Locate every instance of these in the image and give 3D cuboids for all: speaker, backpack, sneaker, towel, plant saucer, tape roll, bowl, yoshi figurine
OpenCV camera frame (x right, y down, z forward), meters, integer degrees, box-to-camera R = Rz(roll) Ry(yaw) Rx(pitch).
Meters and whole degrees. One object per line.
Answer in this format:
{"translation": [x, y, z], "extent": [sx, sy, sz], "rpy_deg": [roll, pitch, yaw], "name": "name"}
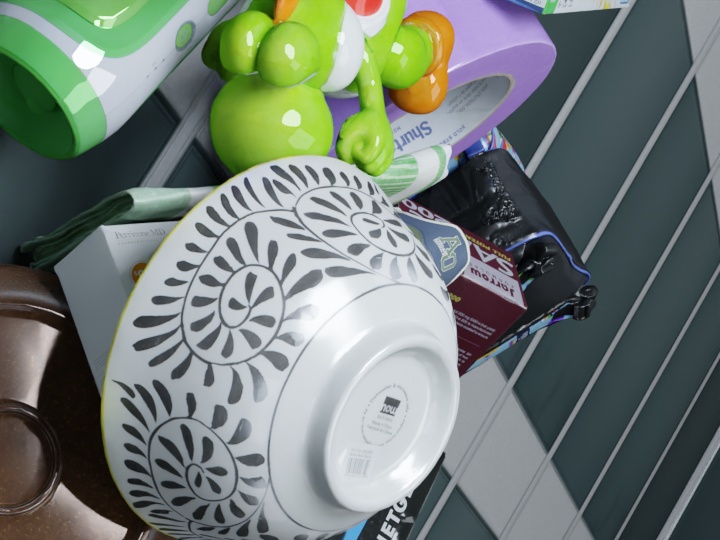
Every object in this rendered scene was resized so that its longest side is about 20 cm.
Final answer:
{"translation": [-0.104, -0.147, 0.938], "extent": [0.200, 0.088, 0.089], "rpy_deg": [-51, 155, -27], "name": "speaker"}
{"translation": [0.053, 0.006, 1.407], "extent": [0.199, 0.135, 0.182], "rpy_deg": [-32, 159, 10], "name": "backpack"}
{"translation": [0.000, 0.000, 1.176], "extent": [0.089, 0.200, 0.068], "rpy_deg": [-22, 98, -21], "name": "sneaker"}
{"translation": [-0.065, -0.033, 1.024], "extent": [0.199, 0.152, 0.024], "rpy_deg": [-8, 83, -33], "name": "towel"}
{"translation": [-0.174, 0.093, 0.924], "extent": [0.201, 0.200, 0.034], "rpy_deg": [-54, -170, -20], "name": "plant saucer"}
{"translation": [0.019, -0.106, 1.164], "extent": [0.199, 0.066, 0.200], "rpy_deg": [-30, 170, -6], "name": "tape roll"}
{"translation": [-0.016, 0.055, 0.900], "extent": [0.200, 0.094, 0.202], "rpy_deg": [-23, 124, -38], "name": "bowl"}
{"translation": [-0.025, -0.096, 0.971], "extent": [0.200, 0.112, 0.113], "rpy_deg": [-27, 97, -67], "name": "yoshi figurine"}

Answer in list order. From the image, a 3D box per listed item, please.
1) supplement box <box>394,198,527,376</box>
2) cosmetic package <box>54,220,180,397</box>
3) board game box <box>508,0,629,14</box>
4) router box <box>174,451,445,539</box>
{"translation": [0.006, 0.051, 1.288], "extent": [0.108, 0.061, 0.200], "rpy_deg": [26, 122, -29], "name": "supplement box"}
{"translation": [-0.053, 0.016, 0.980], "extent": [0.199, 0.083, 0.051], "rpy_deg": [-7, 156, -46], "name": "cosmetic package"}
{"translation": [0.146, -0.226, 1.151], "extent": [0.200, 0.034, 0.136], "rpy_deg": [-23, 135, -66], "name": "board game box"}
{"translation": [-0.060, 0.147, 1.014], "extent": [0.051, 0.149, 0.201], "rpy_deg": [-19, -139, 61], "name": "router box"}
